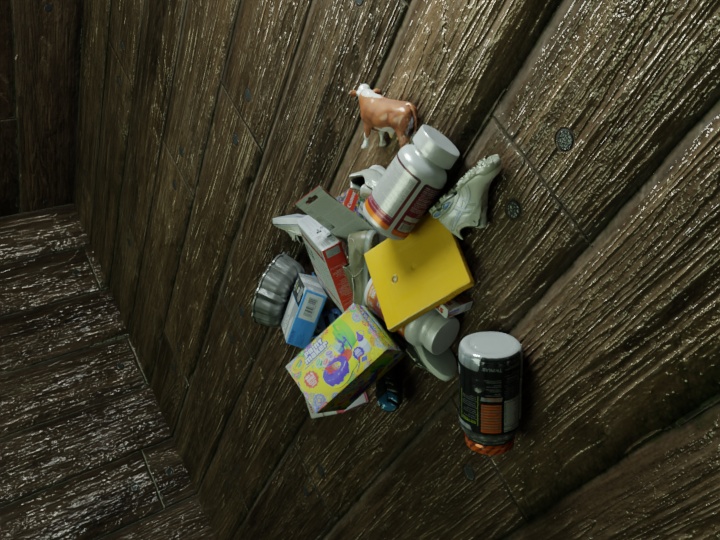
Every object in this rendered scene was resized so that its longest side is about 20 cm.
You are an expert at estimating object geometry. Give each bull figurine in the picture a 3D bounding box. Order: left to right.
[{"bbox_3d":[0.046,-0.308,1.446,0.198,0.064,0.125,30,131,49],"label":"bull figurine"}]

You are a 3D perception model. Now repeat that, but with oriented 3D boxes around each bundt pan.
[{"bbox_3d":[-0.207,0.062,1.868,0.074,0.202,0.206,24,128,14],"label":"bundt pan"}]

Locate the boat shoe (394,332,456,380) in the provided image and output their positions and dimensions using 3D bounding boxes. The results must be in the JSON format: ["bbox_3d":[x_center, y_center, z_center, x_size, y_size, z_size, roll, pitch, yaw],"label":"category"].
[{"bbox_3d":[0.136,0.170,1.506,0.201,0.069,0.065,53,141,42],"label":"boat shoe"}]

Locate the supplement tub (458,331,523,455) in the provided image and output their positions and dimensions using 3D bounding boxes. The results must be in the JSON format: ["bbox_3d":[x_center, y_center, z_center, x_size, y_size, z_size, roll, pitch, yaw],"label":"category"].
[{"bbox_3d":[0.242,0.229,1.320,0.121,0.120,0.206,21,120,50],"label":"supplement tub"}]

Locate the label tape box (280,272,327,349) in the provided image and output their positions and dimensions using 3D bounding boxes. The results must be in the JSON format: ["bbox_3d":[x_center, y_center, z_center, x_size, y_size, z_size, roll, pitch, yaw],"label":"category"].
[{"bbox_3d":[-0.151,0.092,1.793,0.200,0.064,0.147,-131,60,-68],"label":"label tape box"}]

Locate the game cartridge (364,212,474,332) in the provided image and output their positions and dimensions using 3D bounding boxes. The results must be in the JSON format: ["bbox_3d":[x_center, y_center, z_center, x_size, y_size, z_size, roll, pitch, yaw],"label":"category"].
[{"bbox_3d":[0.112,-0.003,1.396,0.197,0.032,0.180,-30,61,23],"label":"game cartridge"}]

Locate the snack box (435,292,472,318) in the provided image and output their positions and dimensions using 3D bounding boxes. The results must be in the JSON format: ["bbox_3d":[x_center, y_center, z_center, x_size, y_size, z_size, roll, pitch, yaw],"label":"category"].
[{"bbox_3d":[0.137,0.021,1.435,0.200,0.070,0.025,45,137,37],"label":"snack box"}]

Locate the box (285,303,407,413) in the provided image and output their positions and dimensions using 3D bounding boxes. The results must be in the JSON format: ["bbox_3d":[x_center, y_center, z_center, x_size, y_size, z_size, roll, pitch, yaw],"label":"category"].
[{"bbox_3d":[-0.025,0.190,1.513,0.199,0.192,0.123,-42,72,9],"label":"box"}]

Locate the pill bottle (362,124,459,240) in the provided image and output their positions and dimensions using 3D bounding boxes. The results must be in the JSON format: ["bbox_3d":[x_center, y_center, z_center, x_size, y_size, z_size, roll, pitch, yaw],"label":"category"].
[{"bbox_3d":[0.097,-0.166,1.345,0.110,0.108,0.202,51,119,29],"label":"pill bottle"}]

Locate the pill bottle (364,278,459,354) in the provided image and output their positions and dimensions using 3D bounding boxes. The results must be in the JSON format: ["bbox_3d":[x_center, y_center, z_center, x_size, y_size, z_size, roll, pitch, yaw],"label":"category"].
[{"bbox_3d":[0.107,0.082,1.462,0.199,0.110,0.115,38,133,36],"label":"pill bottle"}]

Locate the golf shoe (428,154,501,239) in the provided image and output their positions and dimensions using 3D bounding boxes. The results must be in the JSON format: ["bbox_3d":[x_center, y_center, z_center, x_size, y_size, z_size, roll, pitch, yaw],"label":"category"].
[{"bbox_3d":[0.211,-0.131,1.285,0.098,0.078,0.200,49,148,4],"label":"golf shoe"}]

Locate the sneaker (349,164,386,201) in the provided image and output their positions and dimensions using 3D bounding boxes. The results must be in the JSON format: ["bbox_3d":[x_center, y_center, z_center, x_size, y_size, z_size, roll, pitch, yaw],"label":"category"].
[{"bbox_3d":[0.051,-0.158,1.472,0.198,0.090,0.078,31,126,45],"label":"sneaker"}]

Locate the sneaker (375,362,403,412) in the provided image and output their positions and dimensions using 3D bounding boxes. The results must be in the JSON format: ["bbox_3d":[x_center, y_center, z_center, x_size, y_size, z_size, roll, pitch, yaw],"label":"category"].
[{"bbox_3d":[0.057,0.222,1.627,0.071,0.082,0.207,-9,79,16],"label":"sneaker"}]

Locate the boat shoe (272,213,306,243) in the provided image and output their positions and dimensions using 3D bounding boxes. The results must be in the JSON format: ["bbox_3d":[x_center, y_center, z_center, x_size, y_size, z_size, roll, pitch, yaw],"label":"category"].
[{"bbox_3d":[-0.162,-0.107,1.832,0.197,0.070,0.072,7,106,48],"label":"boat shoe"}]

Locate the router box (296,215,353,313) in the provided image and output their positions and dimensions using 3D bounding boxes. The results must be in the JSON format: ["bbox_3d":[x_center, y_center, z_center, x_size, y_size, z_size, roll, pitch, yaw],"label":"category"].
[{"bbox_3d":[-0.075,-0.017,1.661,0.200,0.048,0.183,47,159,58],"label":"router box"}]

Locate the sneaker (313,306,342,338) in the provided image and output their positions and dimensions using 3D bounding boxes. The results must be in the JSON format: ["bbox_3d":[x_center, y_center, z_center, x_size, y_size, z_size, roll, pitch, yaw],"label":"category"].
[{"bbox_3d":[-0.071,0.133,1.779,0.199,0.081,0.076,-29,78,54],"label":"sneaker"}]

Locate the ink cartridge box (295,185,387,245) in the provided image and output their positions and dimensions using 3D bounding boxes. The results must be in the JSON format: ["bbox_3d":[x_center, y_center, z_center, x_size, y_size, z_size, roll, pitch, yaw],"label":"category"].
[{"bbox_3d":[-0.034,-0.122,1.534,0.198,0.051,0.108,36,145,-22],"label":"ink cartridge box"}]

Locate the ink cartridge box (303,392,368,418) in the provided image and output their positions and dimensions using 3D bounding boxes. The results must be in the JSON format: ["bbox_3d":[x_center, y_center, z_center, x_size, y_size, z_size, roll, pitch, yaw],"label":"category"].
[{"bbox_3d":[-0.078,0.299,1.855,0.199,0.083,0.150,-27,80,58],"label":"ink cartridge box"}]

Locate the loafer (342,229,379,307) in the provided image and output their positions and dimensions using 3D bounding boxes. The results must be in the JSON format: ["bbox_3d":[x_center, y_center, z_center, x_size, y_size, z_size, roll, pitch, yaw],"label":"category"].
[{"bbox_3d":[0.000,0.000,1.544,0.068,0.075,0.206,15,119,19],"label":"loafer"}]
